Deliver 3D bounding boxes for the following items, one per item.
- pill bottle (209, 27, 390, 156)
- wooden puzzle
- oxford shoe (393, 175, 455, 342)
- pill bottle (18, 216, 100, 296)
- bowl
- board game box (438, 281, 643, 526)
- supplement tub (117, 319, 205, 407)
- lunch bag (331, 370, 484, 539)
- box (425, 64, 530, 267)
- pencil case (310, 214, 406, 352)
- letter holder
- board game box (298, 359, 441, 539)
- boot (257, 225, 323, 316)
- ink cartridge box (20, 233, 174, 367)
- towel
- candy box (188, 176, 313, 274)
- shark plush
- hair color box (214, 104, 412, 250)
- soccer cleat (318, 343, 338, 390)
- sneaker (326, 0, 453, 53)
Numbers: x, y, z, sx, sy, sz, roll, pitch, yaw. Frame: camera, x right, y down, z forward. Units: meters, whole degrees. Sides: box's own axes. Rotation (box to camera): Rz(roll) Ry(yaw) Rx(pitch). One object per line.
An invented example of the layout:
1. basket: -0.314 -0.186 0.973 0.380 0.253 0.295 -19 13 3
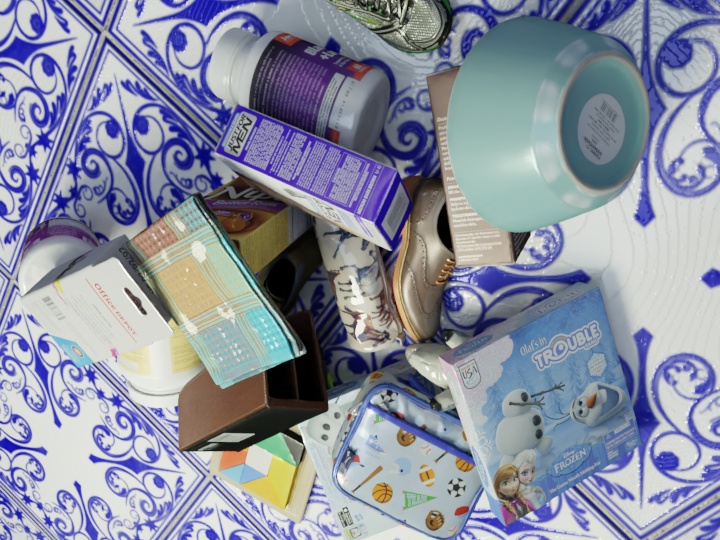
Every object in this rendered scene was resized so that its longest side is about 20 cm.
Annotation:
1. pill bottle: -0.072 -0.206 0.706 0.195 0.111 0.114 25 117 12
2. wooden puzzle: -0.155 0.296 0.971 0.180 0.037 0.205 23 117 14
3. oxford shoe: 0.085 -0.007 0.726 0.071 0.070 0.207 11 114 38
4. pill bottle: -0.433 -0.013 0.887 0.199 0.109 0.116 33 131 59
5. bowl: 0.186 -0.134 0.560 0.104 0.196 0.207 19 125 62
6. board game box: 0.208 0.149 0.690 0.195 0.043 0.205 -24 101 -12
7. supplement tub: -0.283 0.075 0.883 0.141 0.145 0.207 11 113 19
8. lunch bag: 0.063 0.223 0.754 0.196 0.076 0.164 28 98 -6
9. box: 0.131 -0.117 0.656 0.073 0.100 0.207 -2 108 27
10. pencil case: 0.000 0.000 0.771 0.087 0.077 0.206 -5 107 39
11. letter holder: -0.149 0.139 0.798 0.198 0.099 0.146 -31 59 36
12. board game box: 0.035 0.241 0.823 0.193 0.043 0.206 -20 100 5
13. boot: -0.119 0.024 0.819 0.074 0.097 0.201 42 119 3
14. ink cartridge box: -0.303 0.036 0.739 0.195 0.069 0.117 -17 117 31
15. towel: -0.162 0.031 0.662 0.144 0.022 0.203 -23 107 34
16. candy box: -0.141 -0.059 0.740 0.113 0.200 0.058 10 117 18
17. shark plush: 0.154 0.113 0.740 0.193 0.083 0.094 -1 90 -8
18. hair color box: -0.048 -0.098 0.661 0.196 0.109 0.066 27 85 18
19. soccer cleat: -0.074 0.167 0.885 0.082 0.064 0.206 5 117 50
20. sneaker: 0.008 -0.294 0.654 0.196 0.085 0.080 30 118 10
